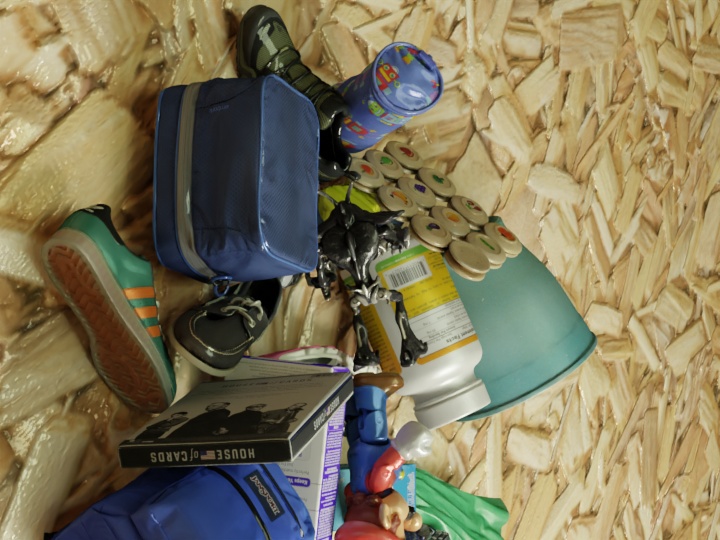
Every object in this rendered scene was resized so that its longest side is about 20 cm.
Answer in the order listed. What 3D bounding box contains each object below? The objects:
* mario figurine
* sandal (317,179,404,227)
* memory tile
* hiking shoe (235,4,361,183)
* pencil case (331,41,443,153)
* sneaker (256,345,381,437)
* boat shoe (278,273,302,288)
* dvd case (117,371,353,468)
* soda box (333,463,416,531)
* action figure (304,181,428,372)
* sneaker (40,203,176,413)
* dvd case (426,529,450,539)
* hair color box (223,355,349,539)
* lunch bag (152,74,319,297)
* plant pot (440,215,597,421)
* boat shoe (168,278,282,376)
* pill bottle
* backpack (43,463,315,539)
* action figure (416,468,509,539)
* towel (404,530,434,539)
[{"bbox_3d":[0.028,0.206,1.392,0.123,0.106,0.201,57,29,-72],"label":"mario figurine"},{"bbox_3d":[-0.009,-0.052,1.541,0.087,0.079,0.200,-59,163,20],"label":"sandal"},{"bbox_3d":[0.080,-0.070,1.543,0.200,0.017,0.153,41,30,13],"label":"memory tile"},{"bbox_3d":[-0.056,-0.182,1.446,0.076,0.101,0.200,-43,121,-43],"label":"hiking shoe"},{"bbox_3d":[0.018,-0.181,1.480,0.078,0.200,0.087,43,72,-10],"label":"pencil case"},{"bbox_3d":[-0.039,0.131,1.462,0.200,0.074,0.088,23,61,-57],"label":"sneaker"},{"bbox_3d":[-0.080,-0.080,1.430,0.068,0.073,0.200,-13,100,-62],"label":"boat shoe"},{"bbox_3d":[-0.102,0.128,1.219,0.200,0.150,0.025,-36,120,-72],"label":"dvd case"},{"bbox_3d":[-0.021,0.238,1.483,0.200,0.068,0.064,8,80,-55],"label":"soda box"},{"bbox_3d":[0.000,0.000,1.419,0.102,0.119,0.200,-106,180,-73],"label":"action figure"},{"bbox_3d":[-0.204,0.032,1.239,0.080,0.071,0.200,-56,134,-46],"label":"sneaker"},{"bbox_3d":[0.048,0.401,1.553,0.200,0.022,0.146,-38,129,-45],"label":"dvd case"},{"bbox_3d":[-0.078,0.185,1.342,0.065,0.109,0.201,21,75,-74],"label":"hair color box"},{"bbox_3d":[-0.122,-0.075,1.318,0.136,0.132,0.201,31,58,-64],"label":"lunch bag"},{"bbox_3d":[0.146,0.046,1.656,0.200,0.200,0.188,-38,102,-50],"label":"plant pot"},{"bbox_3d":[-0.120,0.042,1.309,0.073,0.063,0.200,38,16,3],"label":"boat shoe"},{"bbox_3d":[0.065,0.068,1.538,0.111,0.111,0.200,-18,84,-55],"label":"pill bottle"},{"bbox_3d":[-0.130,0.233,1.206,0.200,0.168,0.163,-27,86,-54],"label":"backpack"},{"bbox_3d":[0.093,0.284,1.643,0.200,0.055,0.118,35,39,-34],"label":"action figure"},{"bbox_3d":[0.040,0.372,1.604,0.200,0.024,0.145,-3,87,-57],"label":"towel"}]
